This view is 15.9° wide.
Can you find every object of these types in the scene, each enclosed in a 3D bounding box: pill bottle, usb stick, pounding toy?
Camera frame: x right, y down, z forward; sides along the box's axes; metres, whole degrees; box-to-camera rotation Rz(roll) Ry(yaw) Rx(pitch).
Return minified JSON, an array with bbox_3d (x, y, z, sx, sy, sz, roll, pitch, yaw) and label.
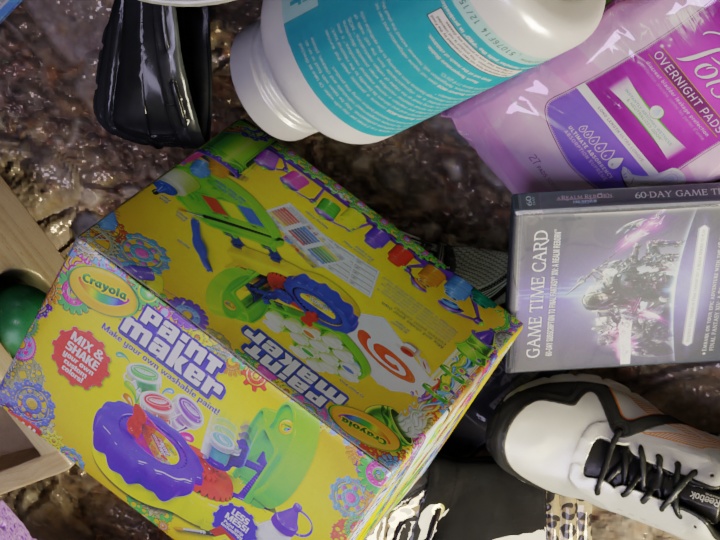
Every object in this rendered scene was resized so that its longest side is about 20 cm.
[{"bbox_3d":[0.024,-0.136,1.370,0.200,0.111,0.111,-24,113,37],"label":"pill bottle"},{"bbox_3d":[0.093,0.051,1.524,0.055,0.033,0.200,42,122,-6],"label":"usb stick"},{"bbox_3d":[-0.216,0.042,1.556,0.200,0.142,0.184,-21,113,37],"label":"pounding toy"}]

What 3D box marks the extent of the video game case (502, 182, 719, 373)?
[{"bbox_3d":[0.180,0.004,1.422,0.199,0.019,0.143,-2,141,-1],"label":"video game case"}]

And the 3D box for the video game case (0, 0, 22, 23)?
[{"bbox_3d":[-0.253,-0.216,1.443,0.181,0.045,0.200,42,122,-11],"label":"video game case"}]

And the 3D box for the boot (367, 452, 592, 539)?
[{"bbox_3d":[0.059,0.189,1.565,0.150,0.073,0.201,-3,116,-12],"label":"boot"}]

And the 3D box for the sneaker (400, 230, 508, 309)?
[{"bbox_3d":[0.000,0.000,1.489,0.199,0.078,0.085,3,121,14],"label":"sneaker"}]

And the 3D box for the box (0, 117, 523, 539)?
[{"bbox_3d":[-0.051,0.048,1.385,0.200,0.193,0.122,37,122,7],"label":"box"}]

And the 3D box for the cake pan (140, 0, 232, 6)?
[{"bbox_3d":[-0.086,-0.234,1.338,0.200,0.037,0.201,0,88,6],"label":"cake pan"}]

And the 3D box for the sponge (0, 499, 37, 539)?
[{"bbox_3d":[-0.211,0.225,1.595,0.111,0.030,0.200,-15,124,30],"label":"sponge"}]

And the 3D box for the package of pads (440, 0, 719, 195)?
[{"bbox_3d":[0.156,-0.098,1.389,0.200,0.076,0.121,-31,113,29],"label":"package of pads"}]

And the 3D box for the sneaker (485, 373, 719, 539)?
[{"bbox_3d":[0.170,0.113,1.489,0.199,0.080,0.074,14,99,-10],"label":"sneaker"}]

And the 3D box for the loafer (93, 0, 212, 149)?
[{"bbox_3d":[-0.098,-0.164,1.407,0.070,0.068,0.201,13,109,15],"label":"loafer"}]
